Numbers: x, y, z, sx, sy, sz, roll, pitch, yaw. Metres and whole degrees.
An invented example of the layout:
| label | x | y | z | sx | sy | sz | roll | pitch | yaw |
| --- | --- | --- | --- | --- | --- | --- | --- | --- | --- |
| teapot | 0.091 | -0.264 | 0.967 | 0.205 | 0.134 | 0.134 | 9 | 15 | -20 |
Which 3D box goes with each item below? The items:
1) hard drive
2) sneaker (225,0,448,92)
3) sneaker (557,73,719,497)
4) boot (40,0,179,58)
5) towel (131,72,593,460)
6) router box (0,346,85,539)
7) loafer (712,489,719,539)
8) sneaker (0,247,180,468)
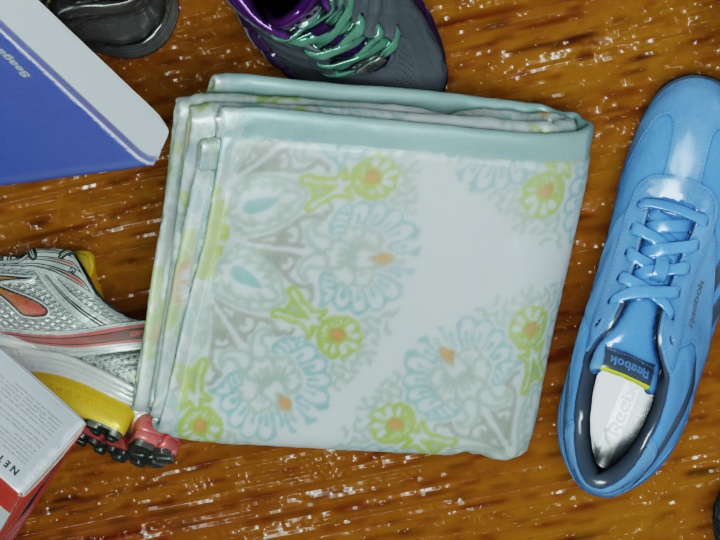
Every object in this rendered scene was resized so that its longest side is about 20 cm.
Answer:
| label | x | y | z | sx | sy | sz | roll | pitch | yaw |
| --- | --- | --- | --- | --- | --- | --- | --- | --- | --- |
| hard drive | -0.200 | -0.084 | 1.299 | 0.199 | 0.025 | 0.132 | -5 | 142 | 42 |
| sneaker | -0.025 | -0.114 | 1.277 | 0.074 | 0.088 | 0.200 | -35 | 130 | 17 |
| sneaker | 0.139 | 0.010 | 1.320 | 0.066 | 0.078 | 0.201 | 16 | 99 | 8 |
| boot | -0.170 | -0.152 | 1.288 | 0.199 | 0.174 | 0.070 | 12 | 85 | 4 |
| towel | 0.000 | 0.000 | 1.316 | 0.199 | 0.048 | 0.172 | 4 | 114 | -17 |
| router box | -0.234 | 0.053 | 1.340 | 0.200 | 0.180 | 0.049 | 40 | 62 | 2 |
| loafer | 0.238 | 0.063 | 1.315 | 0.068 | 0.070 | 0.201 | 40 | 102 | 1 |
| sneaker | -0.165 | 0.024 | 1.381 | 0.199 | 0.078 | 0.083 | 23 | 75 | 9 |
